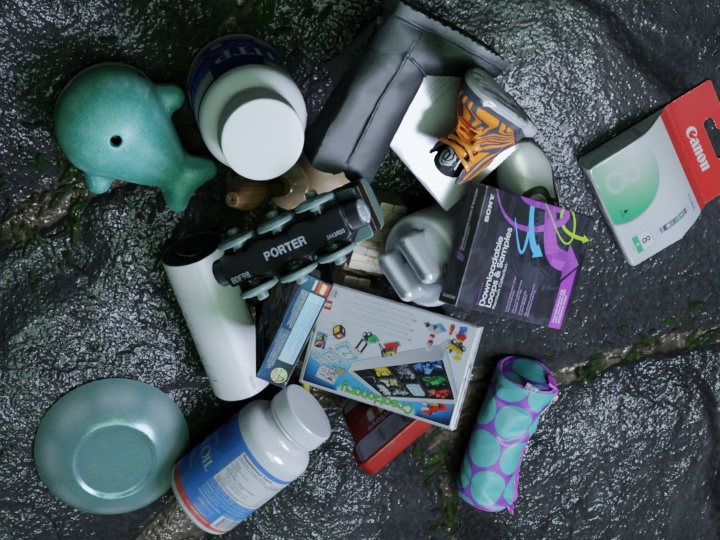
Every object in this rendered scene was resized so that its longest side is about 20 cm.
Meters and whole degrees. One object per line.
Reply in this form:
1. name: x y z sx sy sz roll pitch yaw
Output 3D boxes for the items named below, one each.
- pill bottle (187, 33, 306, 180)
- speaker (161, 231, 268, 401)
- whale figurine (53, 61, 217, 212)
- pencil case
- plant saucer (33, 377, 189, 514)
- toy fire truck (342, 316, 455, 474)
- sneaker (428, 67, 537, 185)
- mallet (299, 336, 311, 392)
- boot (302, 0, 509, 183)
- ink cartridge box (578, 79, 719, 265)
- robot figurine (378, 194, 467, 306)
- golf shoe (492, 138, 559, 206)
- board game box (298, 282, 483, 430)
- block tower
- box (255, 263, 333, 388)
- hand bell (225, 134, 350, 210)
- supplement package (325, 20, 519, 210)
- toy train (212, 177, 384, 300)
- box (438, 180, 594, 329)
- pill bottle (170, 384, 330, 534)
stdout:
1. pill bottle: -0.123 -0.177 1.518 0.118 0.200 0.121 -6 116 -12
2. speaker: -0.174 0.056 1.681 0.080 0.081 0.202 -21 117 -4
3. whale figurine: -0.252 -0.141 1.556 0.159 0.104 0.200 -45 117 8
4. pencil case: 0.196 0.221 1.851 0.091 0.085 0.202 21 111 8
5. plant saucer: -0.313 0.234 1.753 0.198 0.039 0.203 -6 116 -12
6. toy fire truck: 0.063 0.152 1.738 0.199 0.168 0.112 -39 118 6
7. sneaker: 0.122 -0.145 1.486 0.112 0.078 0.200 -40 161 12
8. mallet: -0.069 0.154 1.762 0.041 0.066 0.202 -4 116 -9
9. boot: 0.048 -0.179 1.505 0.163 0.066 0.201 23 106 -22
10. ink cartridge box: 0.397 -0.123 1.766 0.199 0.050 0.162 -30 118 3
11. robot figurine: 0.108 -0.026 1.672 0.169 0.199 0.114 -37 81 39
12. golf shoe: 0.225 -0.073 1.721 0.076 0.088 0.202 -23 117 -6
13. board game box: 0.036 0.101 1.654 0.198 0.035 0.128 16 91 13
14. block tower: 0.000 0.000 1.716 0.053 0.058 0.202 10 110 -18
15. box: -0.081 0.032 1.626 0.037 0.200 0.138 22 108 -12
16. hand bell: -0.097 -0.091 1.553 0.103 0.200 0.106 5 103 23
17. supplement package: 0.071 -0.192 1.608 0.117 0.117 0.200 -40 116 5
18. toy train: -0.067 -0.035 1.500 0.198 0.114 0.086 -23 96 26
19. box: 0.187 -0.015 1.629 0.198 0.036 0.145 12 94 -40
20. pill bottle: -0.135 0.234 1.739 0.200 0.113 0.112 -40 118 18
